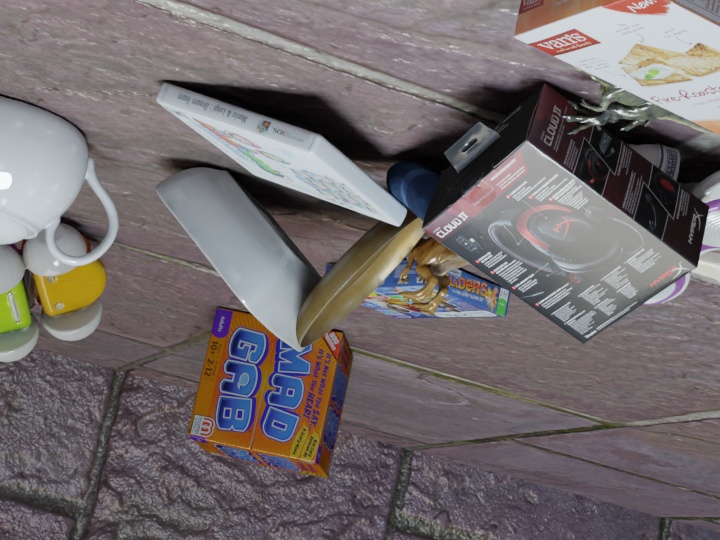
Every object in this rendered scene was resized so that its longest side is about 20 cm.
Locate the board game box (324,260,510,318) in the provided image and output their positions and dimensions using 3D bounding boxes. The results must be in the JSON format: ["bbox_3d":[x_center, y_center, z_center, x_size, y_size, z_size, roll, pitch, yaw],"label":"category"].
[{"bbox_3d":[0.066,0.025,2.047,0.135,0.035,0.199,22,164,-38],"label":"board game box"}]

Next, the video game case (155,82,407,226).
[{"bbox_3d":[-0.071,-0.106,1.561,0.181,0.024,0.200,21,172,30],"label":"video game case"}]

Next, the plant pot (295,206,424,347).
[{"bbox_3d":[0.000,0.000,1.732,0.027,0.200,0.200,45,170,9],"label":"plant pot"}]

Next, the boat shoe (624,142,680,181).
[{"bbox_3d":[0.213,-0.062,1.462,0.065,0.072,0.200,15,165,-7],"label":"boat shoe"}]

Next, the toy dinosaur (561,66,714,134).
[{"bbox_3d":[0.210,-0.126,1.257,0.199,0.048,0.088,16,160,-30],"label":"toy dinosaur"}]

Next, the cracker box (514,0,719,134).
[{"bbox_3d":[0.219,-0.154,1.094,0.199,0.058,0.134,20,164,-29],"label":"cracker box"}]

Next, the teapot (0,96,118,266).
[{"bbox_3d":[-0.380,-0.089,1.742,0.199,0.147,0.197,4,165,30],"label":"teapot"}]

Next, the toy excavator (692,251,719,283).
[{"bbox_3d":[0.386,0.021,1.645,0.193,0.100,0.200,3,151,29],"label":"toy excavator"}]

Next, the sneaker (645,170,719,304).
[{"bbox_3d":[0.287,-0.054,1.440,0.075,0.100,0.200,25,140,-21],"label":"sneaker"}]

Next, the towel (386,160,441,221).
[{"bbox_3d":[0.088,-0.052,1.527,0.111,0.049,0.200,36,-176,-17],"label":"towel"}]

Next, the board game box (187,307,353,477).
[{"bbox_3d":[-0.134,0.192,2.580,0.198,0.201,0.200,11,167,7],"label":"board game box"}]

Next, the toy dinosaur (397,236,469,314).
[{"bbox_3d":[0.087,-0.011,1.782,0.060,0.107,0.200,28,168,-31],"label":"toy dinosaur"}]

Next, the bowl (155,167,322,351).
[{"bbox_3d":[-0.117,-0.022,1.791,0.200,0.075,0.200,50,-177,26],"label":"bowl"}]

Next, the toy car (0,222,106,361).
[{"bbox_3d":[-0.440,0.008,2.198,0.199,0.150,0.176,-19,136,-14],"label":"toy car"}]

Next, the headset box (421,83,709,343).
[{"bbox_3d":[0.159,-0.049,1.367,0.199,0.075,0.149,34,138,-14],"label":"headset box"}]
